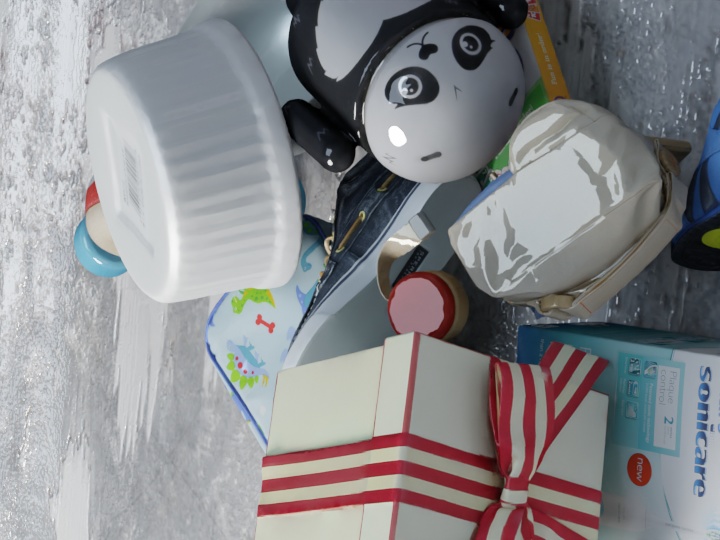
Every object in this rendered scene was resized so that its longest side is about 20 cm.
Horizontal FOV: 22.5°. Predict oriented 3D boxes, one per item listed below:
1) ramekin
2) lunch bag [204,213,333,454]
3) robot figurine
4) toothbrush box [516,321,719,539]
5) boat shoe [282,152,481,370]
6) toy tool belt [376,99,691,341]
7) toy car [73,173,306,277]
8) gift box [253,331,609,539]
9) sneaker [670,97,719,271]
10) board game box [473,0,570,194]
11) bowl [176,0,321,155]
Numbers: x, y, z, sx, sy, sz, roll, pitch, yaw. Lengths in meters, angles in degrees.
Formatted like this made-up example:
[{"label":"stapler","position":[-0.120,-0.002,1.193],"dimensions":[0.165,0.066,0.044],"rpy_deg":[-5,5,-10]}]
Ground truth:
[{"label":"ramekin","position":[-0.126,-0.073,1.308],"dimensions":[0.201,0.097,0.202],"rpy_deg":[48,147,47]},{"label":"lunch bag","position":[-0.024,0.071,1.371],"dimensions":[0.161,0.082,0.201],"rpy_deg":[-49,58,22]},{"label":"robot figurine","position":[0.027,-0.146,1.243],"dimensions":[0.200,0.124,0.151],"rpy_deg":[48,126,42]},{"label":"toothbrush box","position":[0.195,0.116,1.184],"dimensions":[0.199,0.085,0.148],"rpy_deg":[9,98,50]},{"label":"boat shoe","position":[0.000,0.000,1.289],"dimensions":[0.201,0.071,0.091],"rpy_deg":[-52,41,-3]},{"label":"toy tool belt","position":[0.118,-0.021,1.152],"dimensions":[0.200,0.123,0.125],"rpy_deg":[-40,72,22]},{"label":"toy car","position":[-0.149,-0.108,1.569],"dimensions":[0.184,0.175,0.202],"rpy_deg":[144,130,-59]},{"label":"gift box","position":[0.060,0.141,1.151],"dimensions":[0.186,0.199,0.186],"rpy_deg":[-17,65,54]},{"label":"sneaker","position":[0.240,-0.068,1.117],"dimensions":[0.200,0.065,0.079],"rpy_deg":[105,168,-62]},{"label":"board game box","position":[0.103,-0.120,1.268],"dimensions":[0.095,0.030,0.202],"rpy_deg":[-36,61,46]},{"label":"bowl","position":[-0.057,-0.163,1.469],"dimensions":[0.200,0.090,0.203],"rpy_deg":[-20,51,26]}]
